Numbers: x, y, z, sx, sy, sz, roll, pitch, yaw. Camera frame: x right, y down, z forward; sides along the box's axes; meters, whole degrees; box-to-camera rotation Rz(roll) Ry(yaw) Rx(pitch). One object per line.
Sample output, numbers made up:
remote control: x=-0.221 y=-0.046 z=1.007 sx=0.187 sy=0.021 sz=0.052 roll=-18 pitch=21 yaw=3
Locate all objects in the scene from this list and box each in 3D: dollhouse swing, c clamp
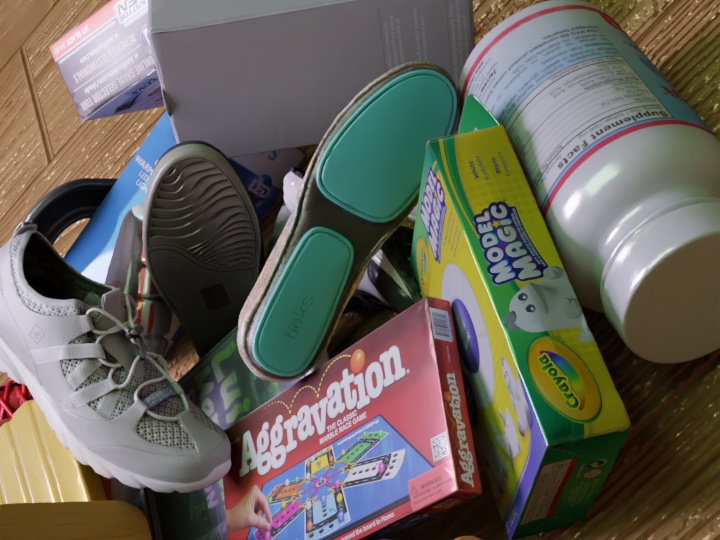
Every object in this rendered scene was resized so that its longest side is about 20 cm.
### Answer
dollhouse swing: x=-0.241 y=0.176 z=0.701 sx=0.200 sy=0.181 sz=0.177 roll=-43 pitch=64 yaw=16
c clamp: x=-0.213 y=0.000 z=0.944 sx=0.027 sy=0.199 sz=0.172 roll=37 pitch=118 yaw=27

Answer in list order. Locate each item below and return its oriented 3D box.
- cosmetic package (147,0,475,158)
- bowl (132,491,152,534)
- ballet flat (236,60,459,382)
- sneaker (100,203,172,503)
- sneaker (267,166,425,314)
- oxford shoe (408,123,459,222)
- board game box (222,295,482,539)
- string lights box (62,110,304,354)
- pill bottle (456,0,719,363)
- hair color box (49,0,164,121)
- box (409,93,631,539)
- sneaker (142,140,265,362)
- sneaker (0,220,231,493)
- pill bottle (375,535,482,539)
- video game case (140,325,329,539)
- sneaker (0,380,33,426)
cosmetic package: x=-0.029 y=-0.144 z=0.783 sx=0.197 sy=0.108 sz=0.091 roll=-6 pitch=44 yaw=0
bowl: x=-0.222 y=0.209 z=0.857 sx=0.199 sy=0.105 sz=0.203 roll=-25 pitch=49 yaw=33
ballet flat: x=-0.014 y=-0.032 z=0.714 sx=0.201 sy=0.068 sz=0.067 roll=-57 pitch=13 yaw=-2
sneaker: x=-0.173 y=0.051 z=0.817 sx=0.081 sy=0.077 sz=0.203 roll=6 pitch=77 yaw=4
sneaker: x=0.000 y=0.000 z=0.799 sx=0.200 sy=0.073 sz=0.080 roll=35 pitch=103 yaw=56
oxford shoe: x=0.022 y=-0.094 z=0.841 sx=0.075 sy=0.058 sz=0.200 roll=-45 pitch=42 yaw=8
board game box: x=-0.014 y=0.103 z=0.676 sx=0.199 sy=0.019 sz=0.104 roll=-36 pitch=51 yaw=42
string lights box: x=-0.138 y=-0.033 z=0.923 sx=0.059 sy=0.103 sz=0.201 roll=37 pitch=93 yaw=30
pill bottle: x=0.131 y=-0.050 z=0.654 sx=0.109 sy=0.108 sz=0.201 roll=-43 pitch=41 yaw=17
hair color box: x=-0.123 y=-0.175 z=0.942 sx=0.110 sy=0.199 sz=0.065 roll=-25 pitch=91 yaw=32
box: x=0.070 y=0.020 z=0.637 sx=0.048 sy=0.118 sz=0.202 roll=-11 pitch=58 yaw=-10
sneaker: x=-0.103 y=-0.025 z=0.826 sx=0.074 sy=0.202 sz=0.107 roll=-12 pitch=46 yaw=-4
sneaker: x=-0.153 y=0.052 z=0.733 sx=0.199 sy=0.075 sz=0.082 roll=37 pitch=116 yaw=10
pill bottle: x=-0.009 y=0.205 z=0.633 sx=0.199 sy=0.106 sz=0.107 roll=-32 pitch=45 yaw=27
video game case: x=-0.073 y=0.137 z=0.774 sx=0.182 sy=0.023 sz=0.202 roll=-41 pitch=49 yaw=30
sneaker: x=-0.276 y=0.112 z=0.969 sx=0.200 sy=0.115 sz=0.079 roll=-46 pitch=40 yaw=14
